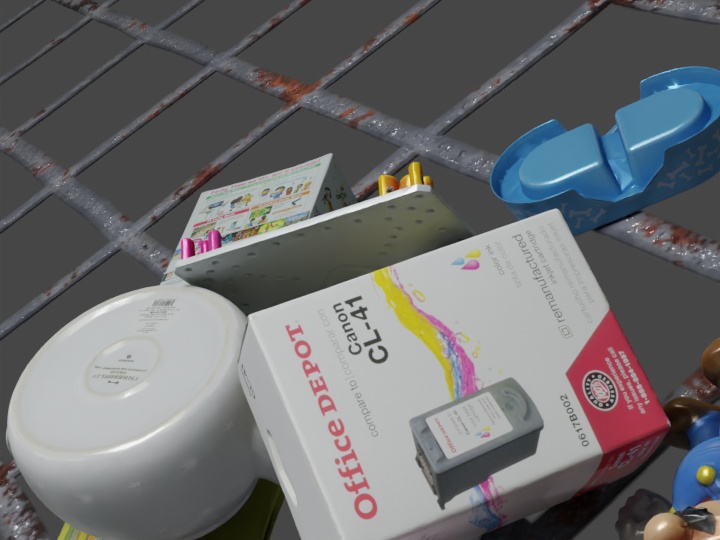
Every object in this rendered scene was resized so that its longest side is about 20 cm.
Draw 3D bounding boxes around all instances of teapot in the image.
[{"bbox_3d":[-0.140,0.118,0.976,0.196,0.147,0.200,-29,37,-10],"label":"teapot"}]

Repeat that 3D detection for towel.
[{"bbox_3d":[-0.144,0.193,1.036,0.198,0.018,0.087,-12,40,29],"label":"towel"}]

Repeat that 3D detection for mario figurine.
[{"bbox_3d":[0.181,0.117,0.750,0.105,0.125,0.201,-7,32,15],"label":"mario figurine"}]

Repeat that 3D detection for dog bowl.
[{"bbox_3d":[0.201,-0.088,1.104,0.198,0.050,0.112,-24,30,15],"label":"dog bowl"}]

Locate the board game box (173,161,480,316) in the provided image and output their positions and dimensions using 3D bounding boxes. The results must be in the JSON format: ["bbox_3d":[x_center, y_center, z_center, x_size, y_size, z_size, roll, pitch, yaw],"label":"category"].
[{"bbox_3d":[0.000,0.000,1.015,0.198,0.200,0.026,-16,62,23],"label":"board game box"}]

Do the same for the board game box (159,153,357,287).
[{"bbox_3d":[-0.094,-0.004,1.235,0.146,0.065,0.201,-14,35,25],"label":"board game box"}]

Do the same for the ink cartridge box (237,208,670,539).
[{"bbox_3d":[0.049,0.070,0.791,0.198,0.086,0.149,-18,69,-19],"label":"ink cartridge box"}]

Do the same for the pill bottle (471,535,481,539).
[{"bbox_3d":[0.067,0.081,0.909,0.111,0.113,0.201,-9,36,33],"label":"pill bottle"}]
